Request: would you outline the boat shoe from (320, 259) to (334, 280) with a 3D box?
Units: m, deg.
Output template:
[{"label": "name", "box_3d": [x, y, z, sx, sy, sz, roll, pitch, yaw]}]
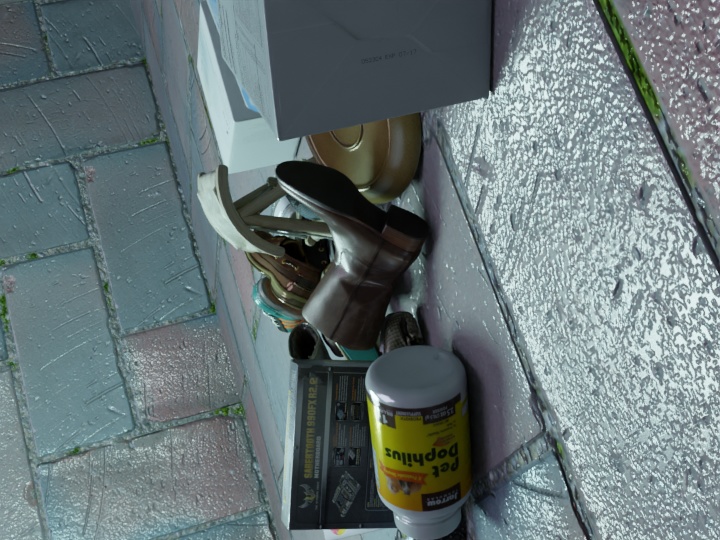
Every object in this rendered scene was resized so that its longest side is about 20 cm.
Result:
[{"label": "boat shoe", "box_3d": [0.000, 0.000, 1.285, 0.200, 0.071, 0.077, -151, 75, -71]}]

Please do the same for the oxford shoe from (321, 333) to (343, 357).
[{"label": "oxford shoe", "box_3d": [-0.021, 0.082, 1.425, 0.200, 0.071, 0.073, 123, 122, -81]}]

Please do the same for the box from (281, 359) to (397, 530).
[{"label": "box", "box_3d": [-0.012, 0.212, 1.214, 0.048, 0.157, 0.202, -173, 85, -75]}]

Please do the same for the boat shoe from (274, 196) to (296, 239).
[{"label": "boat shoe", "box_3d": [-0.084, -0.033, 1.557, 0.065, 0.073, 0.201, 57, 166, 41]}]

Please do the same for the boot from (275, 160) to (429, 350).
[{"label": "boot", "box_3d": [-0.038, -0.008, 1.119, 0.201, 0.185, 0.064, -63, -1, 42]}]

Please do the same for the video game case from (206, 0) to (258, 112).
[{"label": "video game case", "box_3d": [-0.116, -0.268, 1.231, 0.182, 0.022, 0.201, 29, 148, 43]}]

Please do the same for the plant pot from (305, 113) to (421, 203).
[{"label": "plant pot", "box_3d": [-0.011, -0.167, 1.086, 0.200, 0.027, 0.201, 30, 130, 43]}]

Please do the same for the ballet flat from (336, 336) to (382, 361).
[{"label": "ballet flat", "box_3d": [0.023, 0.128, 1.289, 0.201, 0.069, 0.069, 65, 165, -1]}]

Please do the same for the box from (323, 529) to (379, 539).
[{"label": "box", "box_3d": [-0.004, 0.256, 1.367, 0.155, 0.041, 0.201, -21, 79, 30]}]

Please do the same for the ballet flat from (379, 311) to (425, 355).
[{"label": "ballet flat", "box_3d": [0.051, 0.149, 1.170, 0.046, 0.067, 0.202, 2, 88, 37]}]

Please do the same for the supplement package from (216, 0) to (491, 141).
[{"label": "supplement package", "box_3d": [-0.015, -0.232, 0.855, 0.200, 0.190, 0.148, -124, 26, -52]}]

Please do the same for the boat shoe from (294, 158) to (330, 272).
[{"label": "boat shoe", "box_3d": [-0.067, -0.075, 1.454, 0.074, 0.063, 0.203, -96, 6, -53]}]

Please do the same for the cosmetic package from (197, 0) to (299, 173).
[{"label": "cosmetic package", "box_3d": [-0.171, -0.286, 1.535, 0.200, 0.122, 0.201, 119, 136, -71]}]

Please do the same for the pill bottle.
[{"label": "pill bottle", "box_3d": [0.067, 0.192, 1.090, 0.109, 0.108, 0.201, -130, 30, -60]}]

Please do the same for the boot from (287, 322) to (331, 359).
[{"label": "boot", "box_3d": [-0.036, 0.195, 1.473, 0.182, 0.072, 0.201, -124, 13, -53]}]

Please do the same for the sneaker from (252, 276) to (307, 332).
[{"label": "sneaker", "box_3d": [-0.115, 0.059, 1.514, 0.200, 0.080, 0.072, 21, -137, -61]}]

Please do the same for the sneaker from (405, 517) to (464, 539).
[{"label": "sneaker", "box_3d": [0.084, 0.338, 1.242, 0.201, 0.071, 0.073, 96, 163, -45]}]

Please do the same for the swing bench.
[{"label": "swing bench", "box_3d": [-0.095, -0.084, 1.269, 0.199, 0.199, 0.131, -168, 66, -74]}]

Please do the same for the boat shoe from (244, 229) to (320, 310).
[{"label": "boat shoe", "box_3d": [-0.106, -0.015, 1.422, 0.068, 0.072, 0.200, -62, 36, 14]}]
